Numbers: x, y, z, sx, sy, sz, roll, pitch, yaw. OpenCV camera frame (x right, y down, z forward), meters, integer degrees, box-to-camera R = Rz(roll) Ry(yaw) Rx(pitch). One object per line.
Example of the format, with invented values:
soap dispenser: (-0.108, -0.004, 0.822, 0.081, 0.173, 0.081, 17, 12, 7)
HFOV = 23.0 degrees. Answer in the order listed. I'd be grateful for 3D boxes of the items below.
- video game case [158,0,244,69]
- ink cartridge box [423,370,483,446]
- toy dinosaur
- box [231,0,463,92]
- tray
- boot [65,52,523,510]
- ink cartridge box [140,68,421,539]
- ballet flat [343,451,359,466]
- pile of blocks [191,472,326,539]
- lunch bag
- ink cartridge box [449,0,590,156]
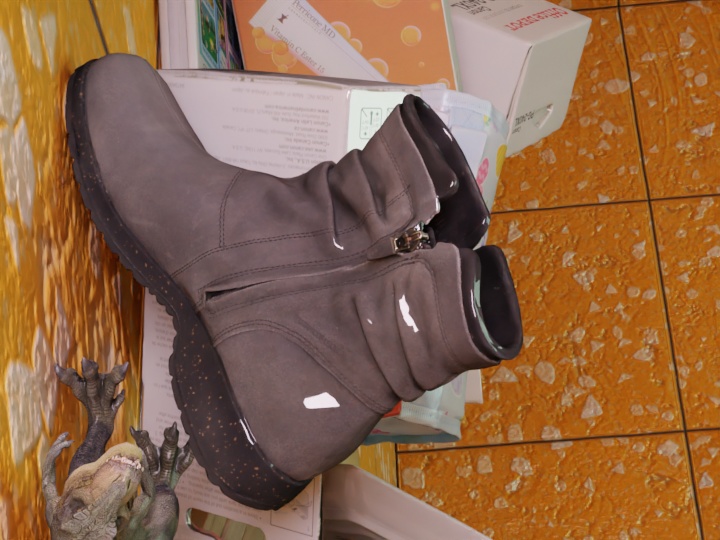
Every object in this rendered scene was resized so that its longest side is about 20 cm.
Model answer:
video game case: (-0.087, -0.119, 1.004, 0.200, 0.024, 0.183, 63, 22, -79)
ink cartridge box: (0.004, 0.022, 1.235, 0.129, 0.125, 0.201, 177, -92, -77)
toy dinosaur: (-0.084, 0.087, 0.630, 0.200, 0.047, 0.088, 84, 7, -61)
box: (-0.001, -0.115, 1.077, 0.098, 0.124, 0.201, -79, 159, -73)
tray: (-0.003, 0.132, 0.912, 0.022, 0.107, 0.200, -66, -162, -16)
boot: (-0.023, -0.025, 0.647, 0.070, 0.132, 0.200, 11, 46, -58)
ink cartridge box: (-0.036, 0.020, 0.728, 0.050, 0.109, 0.201, -7, 103, -49)
ballet flat: (-0.048, 0.073, 1.121, 0.063, 0.068, 0.201, 27, 49, -76)
pile of blocks: (-0.058, 0.033, 0.824, 0.062, 0.082, 0.201, 14, -72, 52)
lunch bag: (0.000, 0.000, 0.919, 0.200, 0.127, 0.170, 168, -67, -68)
ink cartridge box: (0.043, -0.162, 1.227, 0.145, 0.199, 0.084, -32, 142, -62)
